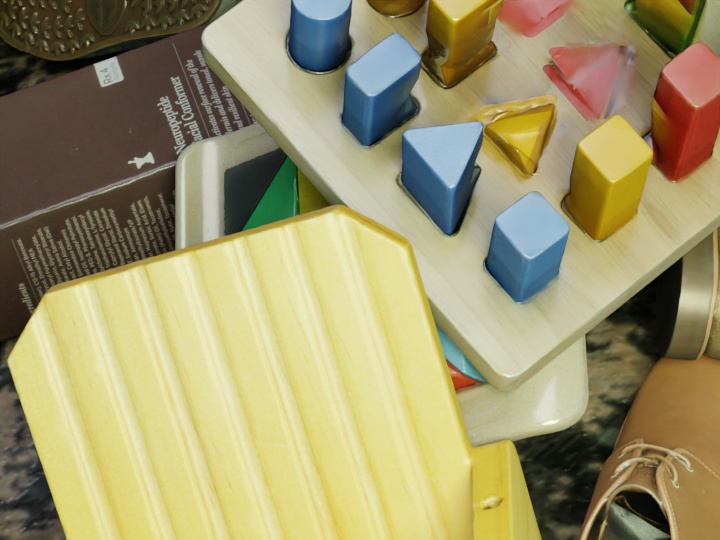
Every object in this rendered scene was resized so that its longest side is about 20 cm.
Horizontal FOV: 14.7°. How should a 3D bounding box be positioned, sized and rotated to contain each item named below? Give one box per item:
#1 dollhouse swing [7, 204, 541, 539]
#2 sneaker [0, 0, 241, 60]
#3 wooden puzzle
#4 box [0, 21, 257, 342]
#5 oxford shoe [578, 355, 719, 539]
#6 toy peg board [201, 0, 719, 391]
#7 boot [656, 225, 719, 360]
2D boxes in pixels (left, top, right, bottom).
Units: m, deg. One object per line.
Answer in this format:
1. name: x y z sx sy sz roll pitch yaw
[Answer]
1. dollhouse swing: -0.042 0.102 1.066 0.199 0.177 0.182 -15 25 9
2. sneaker: -0.105 -0.142 1.461 0.090 0.068 0.200 -1 3 -43
3. wooden puzzle: 0.000 0.000 1.199 0.199 0.037 0.186 -17 63 31
4. box: -0.119 -0.046 1.351 0.199 0.075 0.100 -21 43 -3
5. oxford shoe: 0.124 0.093 1.129 0.071 0.071 0.201 -1 42 19
6. toy peg board: 0.071 -0.097 1.131 0.199 0.098 0.200 -37 73 -16
7. boot: 0.171 -0.044 1.213 0.075 0.074 0.201 7 57 -2
